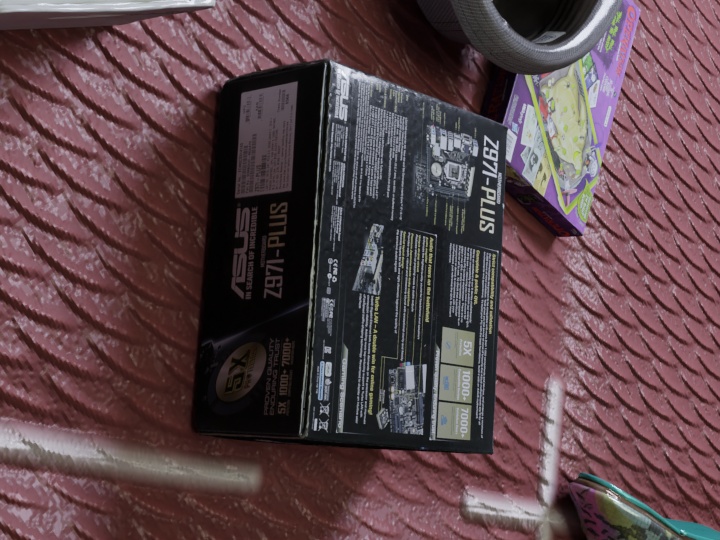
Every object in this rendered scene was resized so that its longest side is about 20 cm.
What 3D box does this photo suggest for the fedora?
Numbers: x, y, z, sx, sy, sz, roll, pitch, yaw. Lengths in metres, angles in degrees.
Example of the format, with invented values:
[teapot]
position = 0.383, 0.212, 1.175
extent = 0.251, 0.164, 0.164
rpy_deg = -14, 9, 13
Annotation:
[fedora]
position = 0.098, -0.224, 0.886
extent = 0.177, 0.090, 0.201
rpy_deg = 33, 72, -39

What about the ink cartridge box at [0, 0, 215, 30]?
[ink cartridge box]
position = -0.154, -0.212, 0.614
extent = 0.145, 0.083, 0.201
rpy_deg = -14, 98, -47

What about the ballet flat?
[ballet flat]
position = 0.215, 0.211, 1.007
extent = 0.200, 0.069, 0.071
rpy_deg = 28, 86, -43

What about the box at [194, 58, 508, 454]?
[box]
position = 0.000, 0.000, 0.764
extent = 0.163, 0.086, 0.201
rpy_deg = 11, 79, -46

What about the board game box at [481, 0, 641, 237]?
[board game box]
position = 0.146, -0.140, 0.980
extent = 0.120, 0.032, 0.201
rpy_deg = 35, 63, -36
